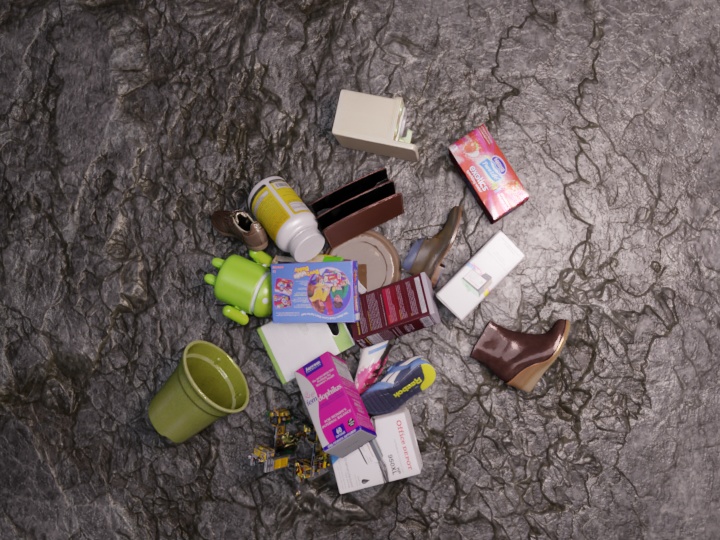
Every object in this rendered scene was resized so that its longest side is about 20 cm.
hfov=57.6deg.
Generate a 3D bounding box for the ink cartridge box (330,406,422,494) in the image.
[{"bbox_3d":[0.033,0.418,1.532,0.197,0.084,0.147,-17,85,8],"label":"ink cartridge box"}]

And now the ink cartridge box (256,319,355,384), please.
[{"bbox_3d":[-0.125,0.159,1.569,0.198,0.076,0.150,-28,84,5],"label":"ink cartridge box"}]

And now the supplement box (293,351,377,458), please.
[{"bbox_3d":[-0.058,0.301,1.477,0.100,0.103,0.202,-32,59,9],"label":"supplement box"}]

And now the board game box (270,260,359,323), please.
[{"bbox_3d":[-0.104,0.049,1.486,0.196,0.045,0.137,-2,91,15],"label":"board game box"}]

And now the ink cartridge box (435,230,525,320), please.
[{"bbox_3d":[0.266,0.012,1.479,0.084,0.145,0.200,45,95,5],"label":"ink cartridge box"}]

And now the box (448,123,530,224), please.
[{"bbox_3d":[0.293,-0.219,1.507,0.099,0.095,0.202,-31,84,5],"label":"box"}]

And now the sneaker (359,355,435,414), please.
[{"bbox_3d":[0.083,0.267,1.534,0.198,0.083,0.075,-29,113,7],"label":"sneaker"}]

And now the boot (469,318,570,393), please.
[{"bbox_3d":[0.365,0.161,1.496,0.165,0.072,0.202,34,97,6],"label":"boot"}]

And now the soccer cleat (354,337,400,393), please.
[{"bbox_3d":[0.028,0.192,1.556,0.086,0.070,0.202,31,91,24],"label":"soccer cleat"}]

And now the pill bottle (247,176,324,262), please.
[{"bbox_3d":[-0.171,-0.118,1.535,0.112,0.112,0.201,-42,62,5],"label":"pill bottle"}]

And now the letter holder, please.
[{"bbox_3d":[-0.009,-0.154,1.509,0.197,0.142,0.102,-26,76,0],"label":"letter holder"}]

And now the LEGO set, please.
[{"bbox_3d":[-0.175,0.406,1.514,0.198,0.115,0.157,20,101,40],"label":"LEGO set"}]

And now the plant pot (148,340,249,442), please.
[{"bbox_3d":[-0.399,0.303,1.560,0.184,0.200,0.201,-40,83,17],"label":"plant pot"}]

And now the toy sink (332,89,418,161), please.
[{"bbox_3d":[0.048,-0.340,1.530,0.196,0.130,0.114,13,90,9],"label":"toy sink"}]

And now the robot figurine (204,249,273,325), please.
[{"bbox_3d":[-0.271,0.037,1.572,0.197,0.116,0.178,23,79,8],"label":"robot figurine"}]

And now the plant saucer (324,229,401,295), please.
[{"bbox_3d":[0.000,0.000,1.578,0.196,0.029,0.204,0,89,8],"label":"plant saucer"}]

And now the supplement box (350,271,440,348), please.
[{"bbox_3d":[0.073,0.092,1.494,0.197,0.061,0.110,-19,58,14],"label":"supplement box"}]

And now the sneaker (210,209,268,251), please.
[{"bbox_3d":[-0.292,-0.118,1.568,0.198,0.077,0.070,27,49,34],"label":"sneaker"}]

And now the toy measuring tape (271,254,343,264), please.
[{"bbox_3d":[-0.112,-0.001,1.552,0.196,0.073,0.075,3,89,18],"label":"toy measuring tape"}]

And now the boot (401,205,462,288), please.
[{"bbox_3d":[0.168,-0.068,1.532,0.095,0.075,0.203,20,93,5],"label":"boot"}]
